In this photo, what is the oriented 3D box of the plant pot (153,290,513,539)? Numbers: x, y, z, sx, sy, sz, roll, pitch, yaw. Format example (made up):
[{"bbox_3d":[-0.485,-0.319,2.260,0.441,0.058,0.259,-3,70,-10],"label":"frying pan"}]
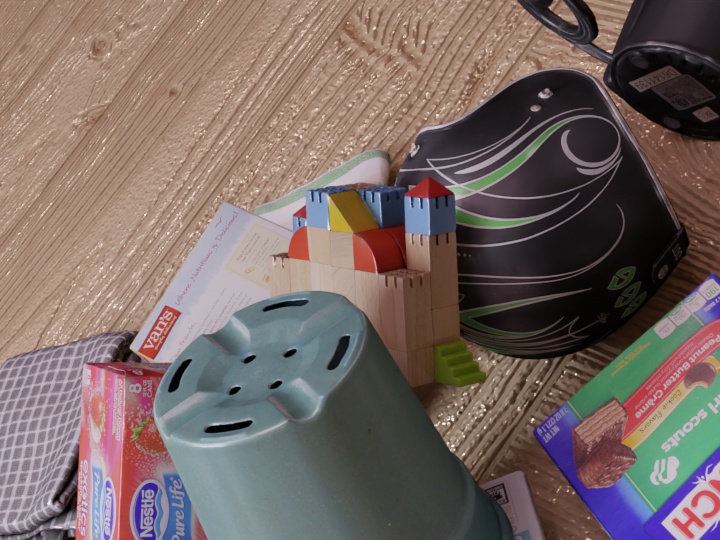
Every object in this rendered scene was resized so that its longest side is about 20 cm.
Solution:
[{"bbox_3d":[-0.027,0.133,1.267,0.199,0.197,0.201,-19,32,12],"label":"plant pot"}]

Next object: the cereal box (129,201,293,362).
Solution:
[{"bbox_3d":[-0.068,0.042,1.518,0.199,0.040,0.144,25,77,38],"label":"cereal box"}]

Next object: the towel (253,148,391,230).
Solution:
[{"bbox_3d":[-0.049,-0.024,1.644,0.149,0.031,0.200,-29,22,24],"label":"towel"}]

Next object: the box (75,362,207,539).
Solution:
[{"bbox_3d":[-0.147,0.170,1.440,0.095,0.099,0.201,8,96,64],"label":"box"}]

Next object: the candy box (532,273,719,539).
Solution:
[{"bbox_3d":[0.230,0.125,1.276,0.169,0.077,0.200,-42,40,4],"label":"candy box"}]

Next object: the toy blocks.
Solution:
[{"bbox_3d":[0.000,0.000,1.376,0.200,0.100,0.138,9,106,50],"label":"toy blocks"}]

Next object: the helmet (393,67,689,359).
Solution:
[{"bbox_3d":[0.120,-0.032,1.427,0.190,0.200,0.200,-29,40,3],"label":"helmet"}]

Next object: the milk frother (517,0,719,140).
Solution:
[{"bbox_3d":[0.231,-0.231,1.494,0.180,0.200,0.189,0,56,47],"label":"milk frother"}]

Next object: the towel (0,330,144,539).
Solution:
[{"bbox_3d":[-0.260,0.153,1.688,0.165,0.086,0.201,-13,49,36],"label":"towel"}]

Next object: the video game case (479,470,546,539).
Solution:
[{"bbox_3d":[0.033,0.226,1.296,0.199,0.024,0.182,-22,30,6],"label":"video game case"}]
